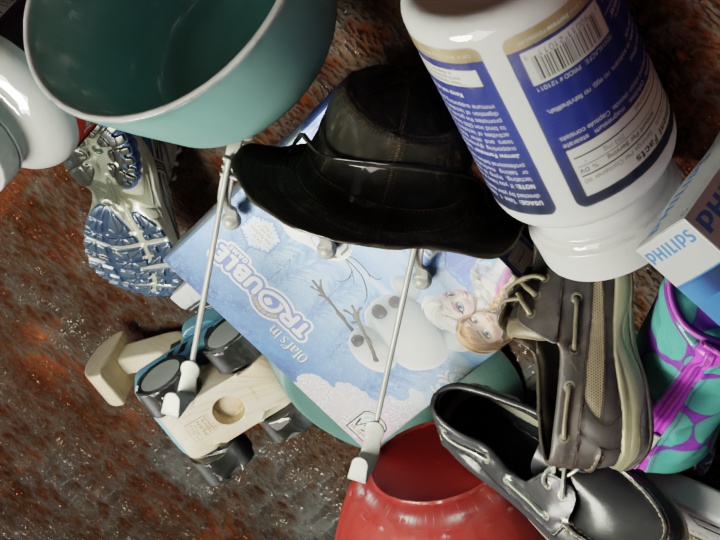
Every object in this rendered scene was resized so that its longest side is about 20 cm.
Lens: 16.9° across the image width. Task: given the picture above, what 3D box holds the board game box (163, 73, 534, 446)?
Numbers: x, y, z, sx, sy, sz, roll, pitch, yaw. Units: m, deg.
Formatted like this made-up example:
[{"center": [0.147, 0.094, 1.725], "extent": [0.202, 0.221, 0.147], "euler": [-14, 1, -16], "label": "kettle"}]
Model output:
[{"center": [0.000, 0.000, 1.624], "extent": [0.200, 0.043, 0.199], "euler": [43, 129, -8], "label": "board game box"}]

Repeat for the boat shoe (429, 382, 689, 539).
[{"center": [0.123, 0.134, 1.571], "extent": [0.200, 0.073, 0.063], "euler": [33, 178, 32], "label": "boat shoe"}]

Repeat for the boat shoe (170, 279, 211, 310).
[{"center": [-0.071, -0.001, 1.760], "extent": [0.068, 0.072, 0.200], "euler": [45, 144, -10], "label": "boat shoe"}]

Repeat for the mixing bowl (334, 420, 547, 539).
[{"center": [0.063, 0.175, 1.682], "extent": [0.200, 0.200, 0.109], "euler": [13, 130, 38], "label": "mixing bowl"}]

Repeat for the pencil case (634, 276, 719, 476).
[{"center": [0.206, 0.056, 1.493], "extent": [0.085, 0.093, 0.200], "euler": [26, 151, 5], "label": "pencil case"}]

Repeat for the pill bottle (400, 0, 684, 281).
[{"center": [0.110, -0.096, 1.360], "extent": [0.115, 0.116, 0.200], "euler": [9, 140, 41], "label": "pill bottle"}]

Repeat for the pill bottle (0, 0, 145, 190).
[{"center": [-0.198, -0.144, 1.553], "extent": [0.112, 0.200, 0.113], "euler": [28, 150, 18], "label": "pill bottle"}]

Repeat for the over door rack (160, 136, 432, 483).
[{"center": [-0.035, 0.017, 1.569], "extent": [0.147, 0.067, 0.201], "euler": [17, 105, 11], "label": "over door rack"}]

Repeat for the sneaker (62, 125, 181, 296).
[{"center": [-0.158, -0.065, 1.749], "extent": [0.077, 0.085, 0.200], "euler": [11, 138, 17], "label": "sneaker"}]

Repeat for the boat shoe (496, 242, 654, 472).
[{"center": [0.125, 0.025, 1.468], "extent": [0.074, 0.073, 0.201], "euler": [139, 121, -73], "label": "boat shoe"}]

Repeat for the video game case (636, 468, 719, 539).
[{"center": [0.226, 0.173, 1.646], "extent": [0.200, 0.023, 0.182], "euler": [22, 165, 37], "label": "video game case"}]

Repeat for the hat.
[{"center": [0.017, -0.076, 1.437], "extent": [0.200, 0.200, 0.081], "euler": [22, 111, 28], "label": "hat"}]

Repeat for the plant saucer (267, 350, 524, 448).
[{"center": [0.018, 0.084, 1.753], "extent": [0.199, 0.036, 0.200], "euler": [14, 148, 9], "label": "plant saucer"}]

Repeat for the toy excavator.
[{"center": [-0.132, 0.081, 1.921], "extent": [0.194, 0.200, 0.100], "euler": [-32, 114, 13], "label": "toy excavator"}]

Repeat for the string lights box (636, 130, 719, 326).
[{"center": [0.263, 0.012, 1.354], "extent": [0.200, 0.103, 0.059], "euler": [41, 152, -6], "label": "string lights box"}]

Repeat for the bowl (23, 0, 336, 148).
[{"center": [-0.094, -0.155, 1.462], "extent": [0.200, 0.201, 0.105], "euler": [14, 164, 37], "label": "bowl"}]
